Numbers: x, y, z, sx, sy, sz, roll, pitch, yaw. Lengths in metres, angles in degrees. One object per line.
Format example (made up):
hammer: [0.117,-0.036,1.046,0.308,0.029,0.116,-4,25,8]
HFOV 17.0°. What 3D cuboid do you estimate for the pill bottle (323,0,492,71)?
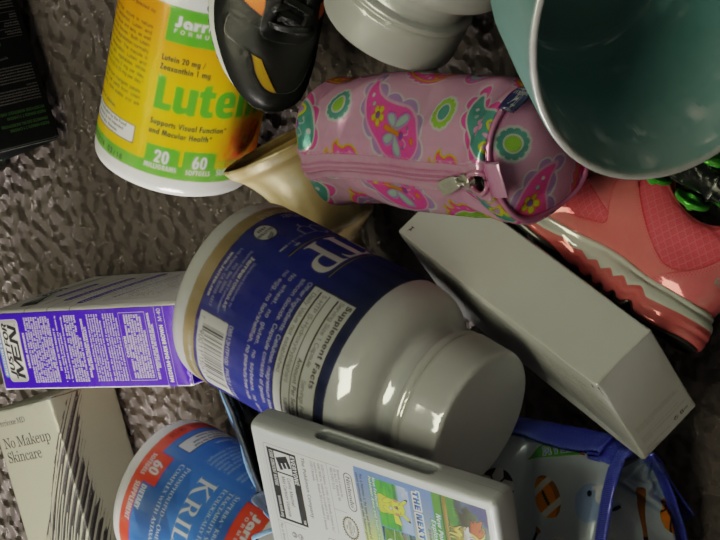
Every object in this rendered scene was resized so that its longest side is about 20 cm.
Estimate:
pill bottle: [0.057,-0.223,1.436,0.120,0.119,0.201,45,128,22]

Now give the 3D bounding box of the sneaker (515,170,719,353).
sneaker: [0.156,-0.032,1.453,0.200,0.074,0.087,40,93,36]

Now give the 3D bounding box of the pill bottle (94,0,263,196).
pill bottle: [-0.109,-0.161,1.606,0.111,0.111,0.202,30,121,32]

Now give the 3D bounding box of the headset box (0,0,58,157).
headset box: [-0.335,-0.153,1.812,0.173,0.092,0.202,-15,93,43]

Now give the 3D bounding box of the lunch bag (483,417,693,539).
lunch bag: [0.117,0.185,1.502,0.169,0.123,0.202,7,115,41]

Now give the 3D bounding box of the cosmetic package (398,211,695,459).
cosmetic package: [0.111,0.027,1.451,0.051,0.083,0.200,-45,45,-6]

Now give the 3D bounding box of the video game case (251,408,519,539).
video game case: [0.024,0.188,1.414,0.181,0.022,0.201,15,127,37]

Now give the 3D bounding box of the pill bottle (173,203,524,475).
pill bottle: [-0.005,0.050,1.463,0.199,0.119,0.121,27,119,31]

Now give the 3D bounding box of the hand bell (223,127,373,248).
hand bell: [0.000,0.000,1.591,0.104,0.104,0.201,-18,103,43]

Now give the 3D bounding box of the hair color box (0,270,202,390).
hair color box: [-0.156,0.041,1.708,0.199,0.109,0.065,-2,103,42]

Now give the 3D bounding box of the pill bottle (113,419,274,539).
pill bottle: [-0.067,0.189,1.671,0.199,0.112,0.113,24,117,34]

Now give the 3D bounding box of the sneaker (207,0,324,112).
sneaker: [-0.048,-0.193,1.502,0.090,0.069,0.202,-147,58,-64]

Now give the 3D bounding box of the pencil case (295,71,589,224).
pencil case: [0.045,-0.074,1.447,0.199,0.087,0.088,10,109,51]

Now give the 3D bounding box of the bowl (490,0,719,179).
bowl: [0.150,-0.163,1.342,0.105,0.199,0.202,40,128,49]

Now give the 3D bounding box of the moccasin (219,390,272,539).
moccasin: [-0.046,0.143,1.565,0.080,0.068,0.201,-38,71,21]

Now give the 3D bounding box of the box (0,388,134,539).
box: [-0.206,0.188,1.824,0.082,0.068,0.202,-16,92,44]

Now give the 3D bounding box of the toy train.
toy train: [0.199,-0.060,1.400,0.200,0.056,0.042,37,120,28]
